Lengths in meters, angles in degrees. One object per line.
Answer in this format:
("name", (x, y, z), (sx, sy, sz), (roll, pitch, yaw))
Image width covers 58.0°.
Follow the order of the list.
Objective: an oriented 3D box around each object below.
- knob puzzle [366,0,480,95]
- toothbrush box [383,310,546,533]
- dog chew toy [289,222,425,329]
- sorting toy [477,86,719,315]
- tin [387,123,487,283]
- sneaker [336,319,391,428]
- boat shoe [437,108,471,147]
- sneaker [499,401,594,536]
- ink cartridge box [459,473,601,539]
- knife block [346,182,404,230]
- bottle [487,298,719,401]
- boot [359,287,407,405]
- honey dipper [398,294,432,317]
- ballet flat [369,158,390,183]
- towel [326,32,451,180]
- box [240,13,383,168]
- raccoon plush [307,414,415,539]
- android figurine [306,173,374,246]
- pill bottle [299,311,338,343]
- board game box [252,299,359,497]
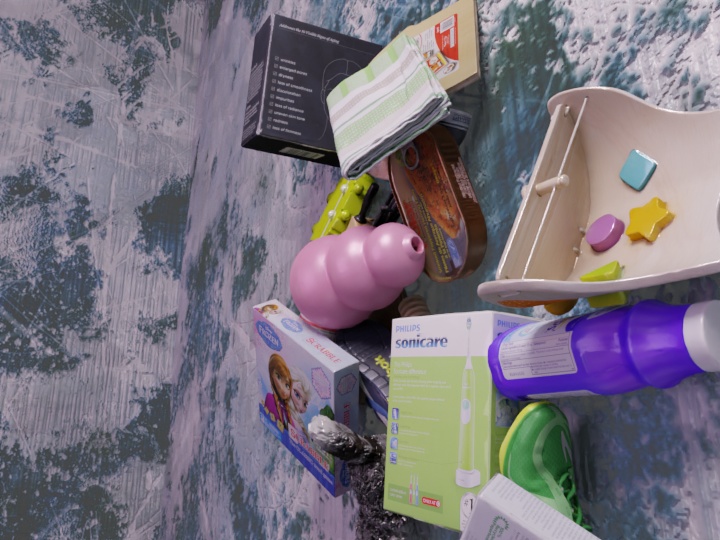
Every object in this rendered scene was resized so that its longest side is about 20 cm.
("knob puzzle", (0.065, -0.250, 0.839), (0.219, 0.030, 0.220), (-25, 43, 26))
("toothbrush box", (0.103, 0.147, 0.653), (0.145, 0.086, 0.201), (-11, 73, 52))
("dog chew toy", (0.000, 0.000, 0.818), (0.200, 0.124, 0.125), (-25, 59, 44))
("sorting toy", (0.210, -0.047, 0.482), (0.180, 0.107, 0.201), (-8, 51, 52))
("tin", (0.090, -0.084, 0.784), (0.112, 0.042, 0.201), (-35, 69, 54))
("sneaker", (0.029, 0.142, 0.827), (0.200, 0.074, 0.083), (51, 157, 42))
("boat shoe", (0.076, -0.192, 0.878), (0.200, 0.071, 0.068), (35, 113, 56))
("sneaker", (0.167, 0.209, 0.545), (0.083, 0.074, 0.201), (-1, 93, 58))
("ink cartridge box", (0.153, 0.285, 0.492), (0.200, 0.041, 0.200), (31, 124, 29))
("knife block", (0.010, -0.041, 0.977), (0.200, 0.064, 0.177), (171, 107, -65))
("bottle", (0.191, 0.063, 0.512), (0.200, 0.083, 0.066), (-24, 81, 58))
("boot", (0.010, 0.107, 0.914), (0.074, 0.075, 0.201), (54, 130, 55))
("honey dipper", (0.095, 0.111, 0.781), (0.038, 0.038, 0.200), (-64, 34, 35))
("ballet flat", (0.025, -0.185, 0.969), (0.200, 0.068, 0.068), (-132, 23, -59))
("towel", (0.022, -0.207, 0.793), (0.149, 0.031, 0.200), (-33, 39, 17))
("box", (-0.082, -0.293, 1.095), (0.124, 0.199, 0.198), (-178, 96, -67))
("raccoon plush", (-0.006, 0.261, 0.772), (0.134, 0.200, 0.097), (-56, 11, 6))
("android figurine", (-0.034, -0.100, 1.061), (0.183, 0.041, 0.200), (-64, 13, -6))
("pill bottle", (-0.057, 0.158, 1.008), (0.109, 0.108, 0.201), (-150, 70, -64))
("board game box", (-0.077, 0.168, 0.883), (0.200, 0.041, 0.201), (29, 127, 46))
